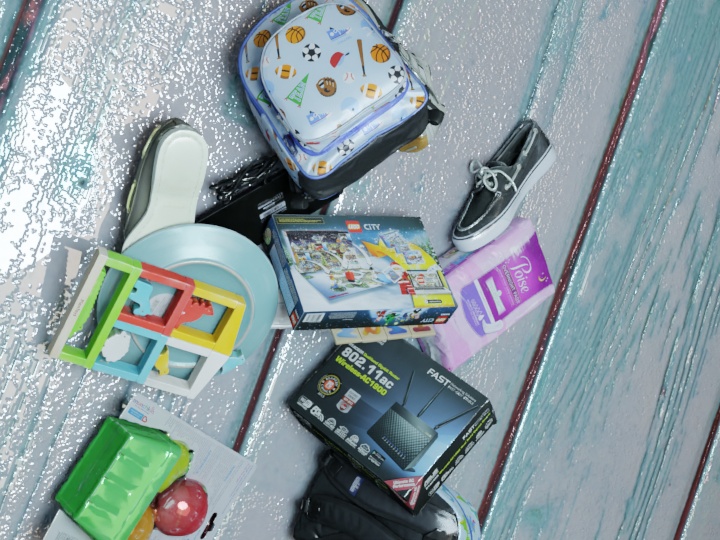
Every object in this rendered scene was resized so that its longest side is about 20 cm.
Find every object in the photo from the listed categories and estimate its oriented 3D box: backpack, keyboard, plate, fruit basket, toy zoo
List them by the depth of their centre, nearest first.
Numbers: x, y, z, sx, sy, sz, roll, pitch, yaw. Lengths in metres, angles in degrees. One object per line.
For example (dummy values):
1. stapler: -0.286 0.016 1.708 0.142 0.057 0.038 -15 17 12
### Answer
1. toy zoo: -0.211 0.064 1.138 0.199 0.020 0.132 20 111 -28
2. backpack: -0.039 -0.200 1.154 0.200 0.154 0.191 -34 71 -10
3. plate: -0.184 0.044 1.164 0.199 0.026 0.201 -9 122 -14
4. fruit basket: -0.231 0.254 1.193 0.200 0.094 0.186 41 77 -45
5. keyboard: -0.113 -0.088 1.232 0.200 0.040 0.104 -32 136 -24
6. backpack: 0.047 0.299 1.284 0.154 0.199 0.164 31 81 -49

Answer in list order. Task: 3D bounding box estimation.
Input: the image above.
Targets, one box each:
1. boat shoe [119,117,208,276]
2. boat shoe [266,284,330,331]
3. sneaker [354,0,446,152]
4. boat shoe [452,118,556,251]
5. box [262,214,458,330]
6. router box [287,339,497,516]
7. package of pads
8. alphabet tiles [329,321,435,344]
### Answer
1. boat shoe: -0.214 -0.064 1.146 0.072 0.060 0.202 9 112 -29
2. boat shoe: -0.047 0.040 1.267 0.199 0.072 0.069 -4 121 -36
3. sneaker: 0.034 -0.241 1.274 0.088 0.075 0.200 -49 119 -38
4. boat shoe: 0.175 -0.112 1.364 0.199 0.073 0.068 -47 122 -16
5. box: 0.000 0.000 1.231 0.199 0.137 0.038 0 142 -28
6. router box: 0.036 0.166 1.256 0.150 0.200 0.062 -47 148 -16
7. package of pads: 0.149 0.028 1.372 0.200 0.076 0.121 -34 116 -22
8. alphabet tiles: 0.002 0.012 1.254 0.199 0.167 0.006 -3 143 -30
